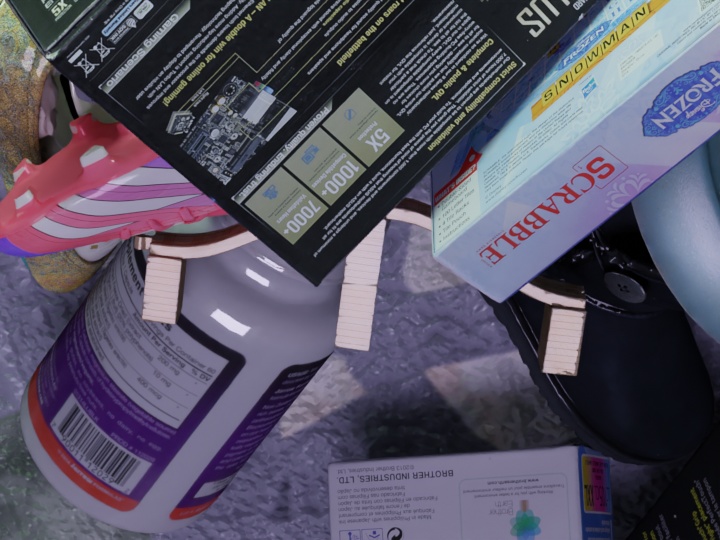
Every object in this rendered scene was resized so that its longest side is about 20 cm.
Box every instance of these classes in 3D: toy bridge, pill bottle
[{"bbox_3d":[0.000,0.000,1.052,0.199,0.027,0.067,8,108,0],"label":"toy bridge"},{"bbox_3d":[-0.071,0.024,1.148,0.111,0.112,0.200,28,124,-16],"label":"pill bottle"}]

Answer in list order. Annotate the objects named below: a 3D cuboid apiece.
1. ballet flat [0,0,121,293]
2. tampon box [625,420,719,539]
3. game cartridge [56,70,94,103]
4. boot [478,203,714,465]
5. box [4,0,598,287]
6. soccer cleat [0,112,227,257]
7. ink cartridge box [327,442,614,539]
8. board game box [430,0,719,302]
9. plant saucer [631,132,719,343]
[{"bbox_3d":[-0.131,-0.051,1.099,0.071,0.071,0.200,-3,141,7],"label":"ballet flat"},{"bbox_3d":[0.226,0.164,1.188,0.126,0.150,0.200,8,132,-29],"label":"tampon box"},{"bbox_3d":[-0.098,-0.180,0.971,0.040,0.134,0.200,10,143,13],"label":"game cartridge"},{"bbox_3d":[0.143,0.017,1.101,0.168,0.076,0.200,-3,133,54],"label":"boot"},{"bbox_3d":[-0.011,-0.123,0.914,0.200,0.086,0.164,-46,129,6],"label":"box"},{"bbox_3d":[-0.063,-0.046,1.031,0.200,0.067,0.077,-29,112,0],"label":"soccer cleat"},{"bbox_3d":[0.059,0.192,1.205,0.136,0.201,0.076,-6,170,21],"label":"ink cartridge box"},{"bbox_3d":[0.108,-0.115,0.971,0.041,0.200,0.200,35,123,-27],"label":"board game box"},{"bbox_3d":[0.198,-0.055,1.025,0.200,0.200,0.027,38,157,-22],"label":"plant saucer"}]
